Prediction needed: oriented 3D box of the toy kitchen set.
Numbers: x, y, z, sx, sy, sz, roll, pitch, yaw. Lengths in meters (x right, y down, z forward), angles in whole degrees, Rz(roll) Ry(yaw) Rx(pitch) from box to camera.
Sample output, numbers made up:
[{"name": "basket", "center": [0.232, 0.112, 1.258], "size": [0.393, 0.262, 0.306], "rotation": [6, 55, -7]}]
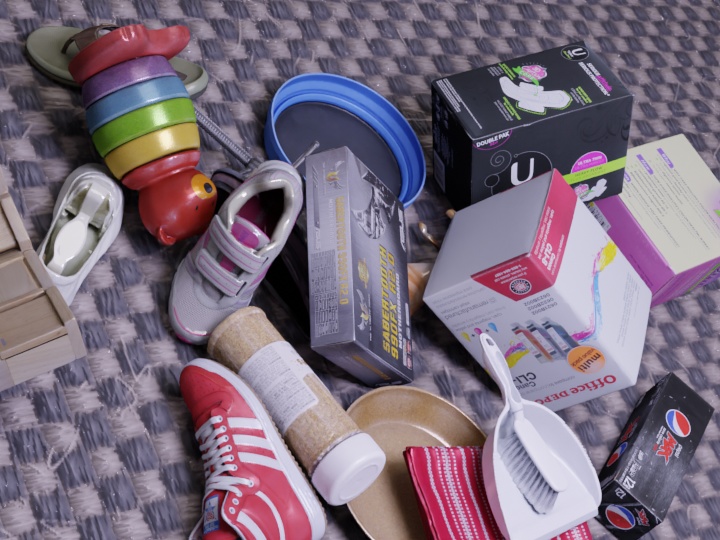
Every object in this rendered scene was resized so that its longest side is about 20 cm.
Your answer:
[{"name": "toy kitchen set", "center": [-0.346, -0.015, 1.050], "size": [0.162, 0.182, 0.200], "rotation": [-23, 38, -19]}]

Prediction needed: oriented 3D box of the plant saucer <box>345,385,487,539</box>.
[{"name": "plant saucer", "center": [0.056, 0.208, 1.270], "size": [0.199, 0.035, 0.202], "rotation": [18, 49, -21]}]

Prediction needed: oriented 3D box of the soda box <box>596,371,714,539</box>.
[{"name": "soda box", "center": [0.318, 0.203, 1.426], "size": [0.071, 0.063, 0.200], "rotation": [41, 45, 1]}]

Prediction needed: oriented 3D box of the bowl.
[{"name": "bowl", "center": [-0.020, -0.137, 1.493], "size": [0.199, 0.039, 0.202], "rotation": [18, 48, -21]}]

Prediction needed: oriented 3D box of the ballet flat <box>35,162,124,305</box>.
[{"name": "ballet flat", "center": [-0.264, -0.043, 1.240], "size": [0.069, 0.070, 0.201], "rotation": [27, 45, -12]}]

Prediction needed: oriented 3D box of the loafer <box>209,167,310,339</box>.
[{"name": "loafer", "center": [-0.090, -0.016, 1.322], "size": [0.200, 0.072, 0.063], "rotation": [47, 57, -8]}]

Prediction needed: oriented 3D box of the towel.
[{"name": "towel", "center": [0.139, 0.233, 1.265], "size": [0.198, 0.023, 0.146], "rotation": [4, 55, -32]}]

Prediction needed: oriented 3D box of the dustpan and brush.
[{"name": "dustpan and brush", "center": [0.157, 0.158, 1.275], "size": [0.139, 0.057, 0.201], "rotation": [-14, 66, -40]}]

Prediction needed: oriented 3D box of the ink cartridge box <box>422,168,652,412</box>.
[{"name": "ink cartridge box", "center": [0.193, 0.029, 1.382], "size": [0.200, 0.145, 0.145], "rotation": [47, 41, -23]}]

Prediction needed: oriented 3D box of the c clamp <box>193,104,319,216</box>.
[{"name": "c clamp", "center": [-0.169, -0.131, 1.384], "size": [0.199, 0.027, 0.171], "rotation": [36, 62, -1]}]

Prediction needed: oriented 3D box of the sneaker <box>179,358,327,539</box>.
[{"name": "sneaker", "center": [-0.123, 0.176, 1.153], "size": [0.112, 0.071, 0.201], "rotation": [-25, 74, -46]}]

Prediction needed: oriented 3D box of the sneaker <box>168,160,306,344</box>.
[{"name": "sneaker", "center": [-0.121, -0.021, 1.246], "size": [0.081, 0.088, 0.201], "rotation": [30, 86, -3]}]

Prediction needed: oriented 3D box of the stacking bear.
[{"name": "stacking bear", "center": [-0.202, -0.125, 1.282], "size": [0.121, 0.113, 0.202], "rotation": [-19, 88, -62]}]

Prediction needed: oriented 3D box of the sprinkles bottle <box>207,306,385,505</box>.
[{"name": "sprinkles bottle", "center": [-0.062, 0.123, 1.210], "size": [0.068, 0.069, 0.200], "rotation": [-18, 55, -41]}]

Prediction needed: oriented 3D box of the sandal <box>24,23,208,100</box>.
[{"name": "sandal", "center": [-0.254, -0.229, 1.370], "size": [0.199, 0.058, 0.080], "rotation": [13, 47, 8]}]

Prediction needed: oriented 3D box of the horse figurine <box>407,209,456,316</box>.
[{"name": "horse figurine", "center": [0.071, -0.001, 1.435], "size": [0.199, 0.050, 0.134], "rotation": [-3, 61, -37]}]

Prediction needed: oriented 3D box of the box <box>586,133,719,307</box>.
[{"name": "box", "center": [0.375, -0.061, 1.651], "size": [0.199, 0.097, 0.177], "rotation": [-18, 67, -40]}]

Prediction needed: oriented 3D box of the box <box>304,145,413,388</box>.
[{"name": "box", "center": [0.000, 0.000, 1.297], "size": [0.158, 0.048, 0.202], "rotation": [41, 42, -60]}]

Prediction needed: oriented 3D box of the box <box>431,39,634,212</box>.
[{"name": "box", "center": [0.194, -0.153, 1.504], "size": [0.198, 0.149, 0.125], "rotation": [-16, 45, -12]}]
